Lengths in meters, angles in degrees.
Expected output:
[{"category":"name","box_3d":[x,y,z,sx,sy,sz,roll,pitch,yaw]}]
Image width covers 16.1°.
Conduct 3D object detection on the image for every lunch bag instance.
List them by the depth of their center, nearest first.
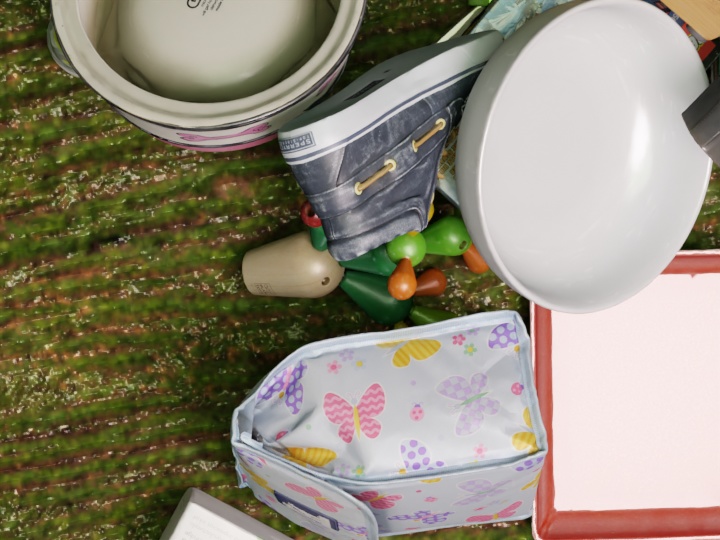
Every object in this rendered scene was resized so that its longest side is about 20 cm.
[{"category":"lunch bag","box_3d":[0.016,0.114,1.667,0.198,0.170,0.128,-7,71,-3]}]

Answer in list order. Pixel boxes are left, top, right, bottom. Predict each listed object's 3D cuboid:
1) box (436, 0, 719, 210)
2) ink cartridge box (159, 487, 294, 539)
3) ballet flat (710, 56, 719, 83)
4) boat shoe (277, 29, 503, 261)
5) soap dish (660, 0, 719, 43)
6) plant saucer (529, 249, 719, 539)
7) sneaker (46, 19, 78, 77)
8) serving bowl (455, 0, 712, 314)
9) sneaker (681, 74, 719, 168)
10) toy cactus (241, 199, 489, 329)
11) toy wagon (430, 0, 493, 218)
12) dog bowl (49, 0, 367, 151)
[{"category":"box","box_3d":[0.126,-0.120,1.686,0.137,0.040,0.200,42,91,-6]},{"category":"ink cartridge box","box_3d":[-0.114,0.264,1.733,0.117,0.067,0.201,28,93,-6]},{"category":"ballet flat","box_3d":[0.273,-0.092,1.723,0.067,0.064,0.202,-7,77,-3]},{"category":"boat shoe","box_3d":[0.029,-0.080,1.594,0.200,0.071,0.091,-33,108,-42]},{"category":"soap dish","box_3d":[0.203,-0.236,1.649,0.157,0.200,0.081,39,111,-7]},{"category":"plant saucer","box_3d":[0.213,0.085,1.753,0.198,0.037,0.202,-1,96,-4]},{"category":"sneaker","box_3d":[-0.108,-0.158,1.688,0.198,0.076,0.076,-10,94,-4]},{"category":"serving bowl","box_3d":[0.132,-0.077,1.614,0.199,0.066,0.202,-11,109,-35]},{"category":"sneaker","box_3d":[0.270,-0.119,1.642,0.106,0.200,0.075,-42,75,19]},{"category":"toy cactus","box_3d":[0.000,0.000,1.693,0.164,0.200,0.103,-8,59,26]},{"category":"toy wagon","box_3d":[0.140,-0.109,1.728,0.198,0.040,0.157,3,96,-5]},{"category":"dog bowl","box_3d":[-0.092,-0.164,1.601,0.198,0.074,0.202,-1,68,3]}]
